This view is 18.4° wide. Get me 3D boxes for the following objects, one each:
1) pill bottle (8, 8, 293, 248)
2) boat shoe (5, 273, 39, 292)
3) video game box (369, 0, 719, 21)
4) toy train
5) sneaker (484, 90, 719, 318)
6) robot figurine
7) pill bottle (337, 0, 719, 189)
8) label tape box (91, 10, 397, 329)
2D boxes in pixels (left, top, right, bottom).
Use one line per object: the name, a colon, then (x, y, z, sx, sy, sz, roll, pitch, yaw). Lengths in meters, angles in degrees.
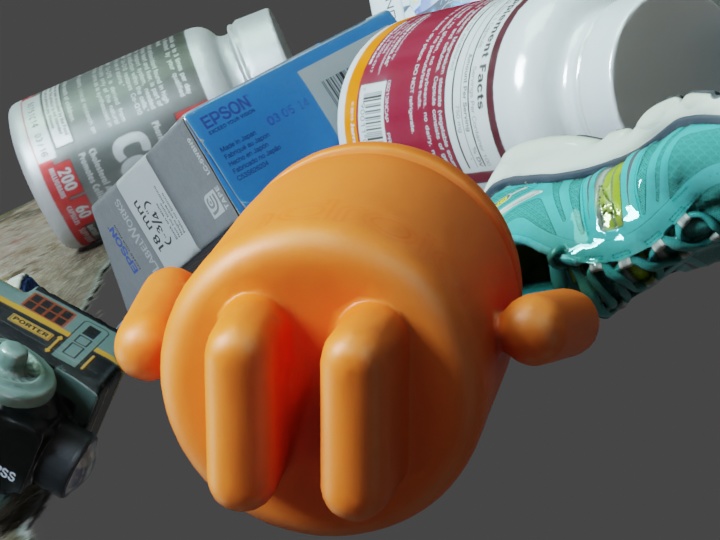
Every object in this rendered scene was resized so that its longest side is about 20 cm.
pill bottle: (-0.137, -0.103, 1.581, 0.200, 0.114, 0.114, -23, 12, 3)
boat shoe: (-0.204, 0.051, 1.173, 0.072, 0.072, 0.200, -28, 2, 3)
video game box: (0.097, -0.152, 1.193, 0.200, 0.182, 0.047, -16, -7, 33)
toy train: (-0.197, 0.033, 0.989, 0.085, 0.200, 0.114, -66, -7, 25)
sneaker: (0.112, -0.013, 0.880, 0.200, 0.078, 0.080, -15, 33, 52)
robot figurine: (-0.001, 0.021, 0.798, 0.144, 0.117, 0.200, -35, 9, 20)
pill bottle: (0.086, -0.077, 1.054, 0.113, 0.113, 0.200, -31, 15, -31)
label tape box: (-0.064, -0.049, 1.197, 0.144, 0.063, 0.200, -31, -3, -33)
